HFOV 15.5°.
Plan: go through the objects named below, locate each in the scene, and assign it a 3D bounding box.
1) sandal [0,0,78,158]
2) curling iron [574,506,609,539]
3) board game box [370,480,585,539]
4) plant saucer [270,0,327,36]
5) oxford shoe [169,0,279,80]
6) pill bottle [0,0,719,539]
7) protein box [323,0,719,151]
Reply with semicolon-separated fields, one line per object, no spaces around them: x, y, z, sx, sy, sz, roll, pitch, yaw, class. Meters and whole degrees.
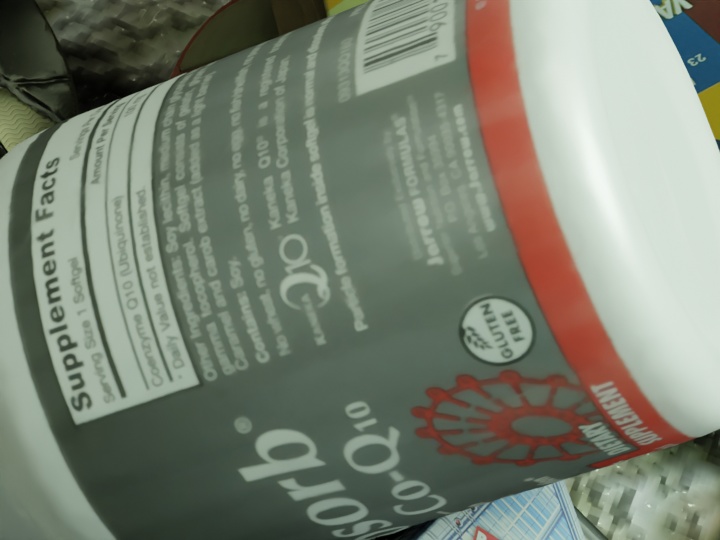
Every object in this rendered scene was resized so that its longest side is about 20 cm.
-0.157;-0.104;0.905;0.080;0.057;0.201;-15;67;-16;sandal
0.006;0.029;0.807;0.026;0.050;0.200;-44;86;-4;curling iron
0.021;0.143;0.610;0.200;0.062;0.200;47;46;-17;board game box
0.031;-0.053;0.780;0.200;0.029;0.200;45;29;-35;plant saucer
-0.014;0.014;0.728;0.075;0.070;0.200;37;45;-39;oxford shoe
-0.020;0.009;0.606;0.200;0.116;0.116;-20;38;20;pill bottle
0.087;-0.107;0.745;0.198;0.135;0.200;32;38;-49;protein box
